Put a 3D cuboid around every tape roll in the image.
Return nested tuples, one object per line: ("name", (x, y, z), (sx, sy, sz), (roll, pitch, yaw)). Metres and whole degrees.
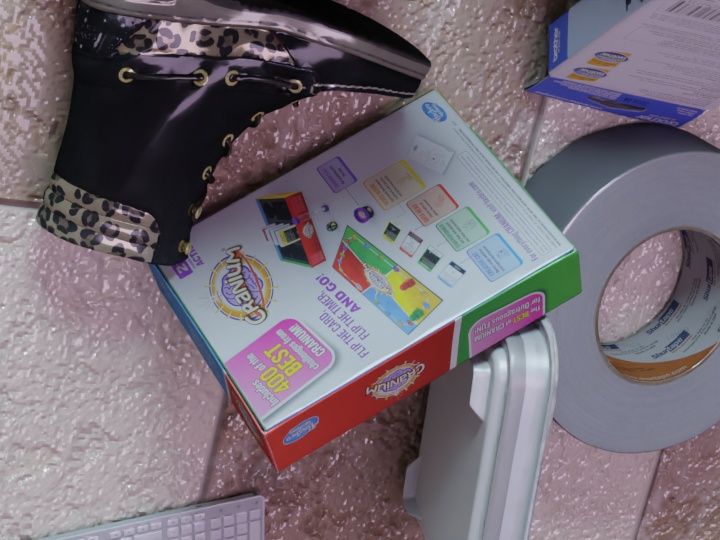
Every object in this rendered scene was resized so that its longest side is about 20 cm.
("tape roll", (0.178, 0.011, 1.169), (0.198, 0.066, 0.203), (-9, 114, -21))

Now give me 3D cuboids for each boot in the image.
("boot", (-0.073, -0.079, 1.014), (0.201, 0.074, 0.155), (10, 109, -23))

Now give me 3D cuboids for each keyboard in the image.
("keyboard", (-0.151, 0.179, 1.116), (0.198, 0.011, 0.057), (-10, 114, -21))

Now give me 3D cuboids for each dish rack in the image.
("dish rack", (0.065, 0.100, 1.095), (0.043, 0.172, 0.202), (2, 112, -12))

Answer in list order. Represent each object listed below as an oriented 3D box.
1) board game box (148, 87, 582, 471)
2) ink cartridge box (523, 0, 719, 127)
("board game box", (0.000, 0.000, 1.030), (0.199, 0.153, 0.041), (-29, 143, -11))
("ink cartridge box", (0.190, -0.140, 1.059), (0.118, 0.200, 0.042), (9, 69, -22))
